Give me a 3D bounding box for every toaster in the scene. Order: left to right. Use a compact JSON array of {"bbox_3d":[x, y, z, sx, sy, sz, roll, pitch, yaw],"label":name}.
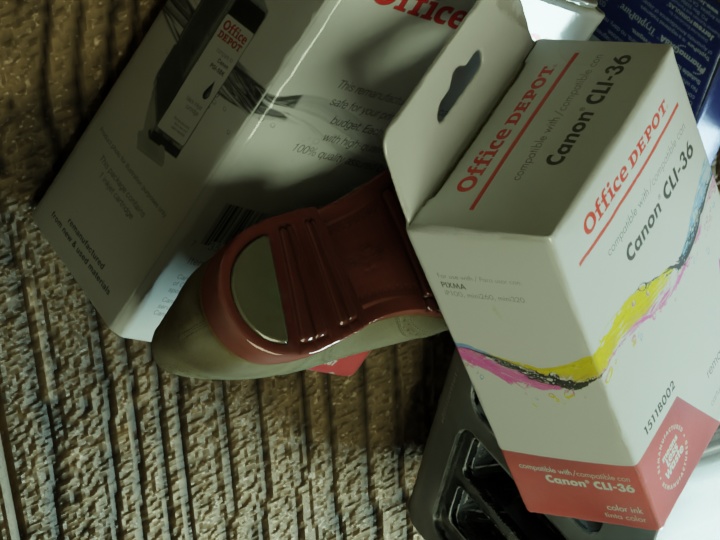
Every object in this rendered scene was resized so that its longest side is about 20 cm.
[{"bbox_3d":[0.124,0.088,1.328,0.118,0.200,0.181,-16,137,-33],"label":"toaster"}]

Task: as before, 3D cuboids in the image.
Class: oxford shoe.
[{"bbox_3d":[0.000,0.000,1.129,0.200,0.071,0.075,-11,168,-42],"label":"oxford shoe"}]

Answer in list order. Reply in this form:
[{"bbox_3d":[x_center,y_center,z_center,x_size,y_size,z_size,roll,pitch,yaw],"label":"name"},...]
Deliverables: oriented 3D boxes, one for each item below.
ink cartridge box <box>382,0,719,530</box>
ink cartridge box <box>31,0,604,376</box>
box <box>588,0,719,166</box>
[{"bbox_3d":[0.087,-0.009,1.102,0.117,0.067,0.200,-56,137,-35],"label":"ink cartridge box"},{"bbox_3d":[-0.018,-0.064,1.152,0.147,0.083,0.200,13,119,-47],"label":"ink cartridge box"},{"bbox_3d":[0.096,-0.061,1.216,0.032,0.121,0.200,-16,138,-42],"label":"box"}]
